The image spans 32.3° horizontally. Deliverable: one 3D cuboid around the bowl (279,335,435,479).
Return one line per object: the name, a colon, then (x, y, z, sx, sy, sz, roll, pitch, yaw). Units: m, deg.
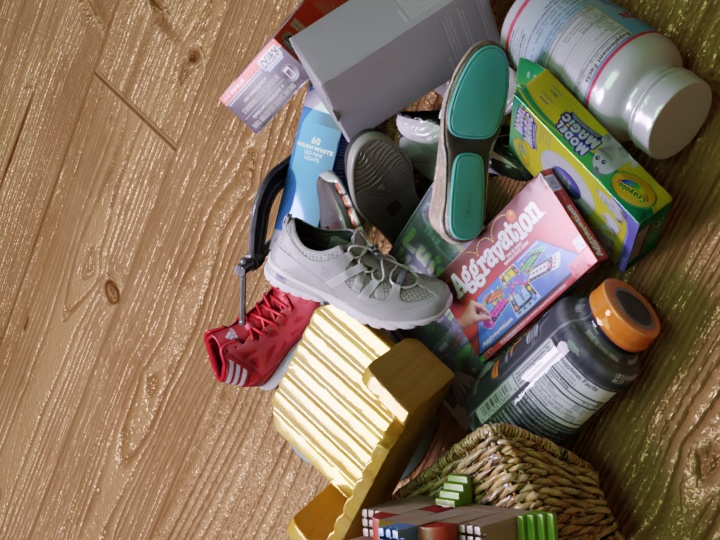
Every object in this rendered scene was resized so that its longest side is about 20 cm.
bowl: (-0.019, 0.150, 1.420, 0.199, 0.104, 0.204, -2, 88, 43)

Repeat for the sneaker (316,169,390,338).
sneaker: (-0.027, -0.007, 1.352, 0.081, 0.077, 0.203, -16, 88, 1)

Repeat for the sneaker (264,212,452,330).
sneaker: (0.000, 0.000, 1.270, 0.197, 0.075, 0.083, 14, 124, 1)

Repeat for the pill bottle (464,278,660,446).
pill bottle: (0.199, 0.097, 1.207, 0.200, 0.105, 0.107, -49, 57, 31)

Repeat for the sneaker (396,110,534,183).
sneaker: (0.115, -0.120, 1.331, 0.199, 0.073, 0.081, 22, 115, 48)

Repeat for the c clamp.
c clamp: (-0.097, -0.058, 1.465, 0.027, 0.200, 0.173, 18, 126, 18)

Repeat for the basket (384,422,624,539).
basket: (0.144, 0.245, 1.226, 0.200, 0.142, 0.150, -47, 60, 39)

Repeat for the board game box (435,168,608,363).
board game box: (0.152, -0.001, 1.229, 0.104, 0.019, 0.200, 60, 138, 17)

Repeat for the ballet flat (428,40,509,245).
ballet flat: (0.100, -0.129, 1.241, 0.067, 0.067, 0.203, -154, 74, -69)

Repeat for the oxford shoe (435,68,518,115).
oxford shoe: (0.097, -0.221, 1.355, 0.199, 0.057, 0.076, 35, 108, 37)

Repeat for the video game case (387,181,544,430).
video game case: (0.100, 0.038, 1.330, 0.201, 0.023, 0.183, 51, 128, 24)

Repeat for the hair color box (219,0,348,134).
hair color box: (-0.077, -0.253, 1.434, 0.064, 0.201, 0.111, 41, 126, -12)

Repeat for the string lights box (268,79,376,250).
string lights box: (-0.037, -0.115, 1.441, 0.058, 0.103, 0.203, 18, 101, 21)

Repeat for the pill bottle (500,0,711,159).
pill bottle: (0.233, -0.193, 1.184, 0.200, 0.108, 0.110, 45, 118, 35)

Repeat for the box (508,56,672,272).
box: (0.204, -0.103, 1.178, 0.048, 0.118, 0.201, -35, 69, -9)

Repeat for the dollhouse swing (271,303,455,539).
dollhouse swing: (-0.032, 0.152, 1.259, 0.175, 0.181, 0.202, 33, 113, 14)

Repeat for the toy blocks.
toy blocks: (0.058, 0.246, 1.114, 0.199, 0.136, 0.102, -3, 91, 47)

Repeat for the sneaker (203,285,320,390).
sneaker: (-0.116, 0.065, 1.509, 0.078, 0.115, 0.202, 41, 116, 37)

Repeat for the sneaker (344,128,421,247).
sneaker: (0.008, -0.106, 1.349, 0.074, 0.200, 0.107, -35, 57, -3)

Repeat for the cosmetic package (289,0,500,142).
cosmetic package: (0.038, -0.236, 1.286, 0.198, 0.107, 0.091, -29, 55, -1)
